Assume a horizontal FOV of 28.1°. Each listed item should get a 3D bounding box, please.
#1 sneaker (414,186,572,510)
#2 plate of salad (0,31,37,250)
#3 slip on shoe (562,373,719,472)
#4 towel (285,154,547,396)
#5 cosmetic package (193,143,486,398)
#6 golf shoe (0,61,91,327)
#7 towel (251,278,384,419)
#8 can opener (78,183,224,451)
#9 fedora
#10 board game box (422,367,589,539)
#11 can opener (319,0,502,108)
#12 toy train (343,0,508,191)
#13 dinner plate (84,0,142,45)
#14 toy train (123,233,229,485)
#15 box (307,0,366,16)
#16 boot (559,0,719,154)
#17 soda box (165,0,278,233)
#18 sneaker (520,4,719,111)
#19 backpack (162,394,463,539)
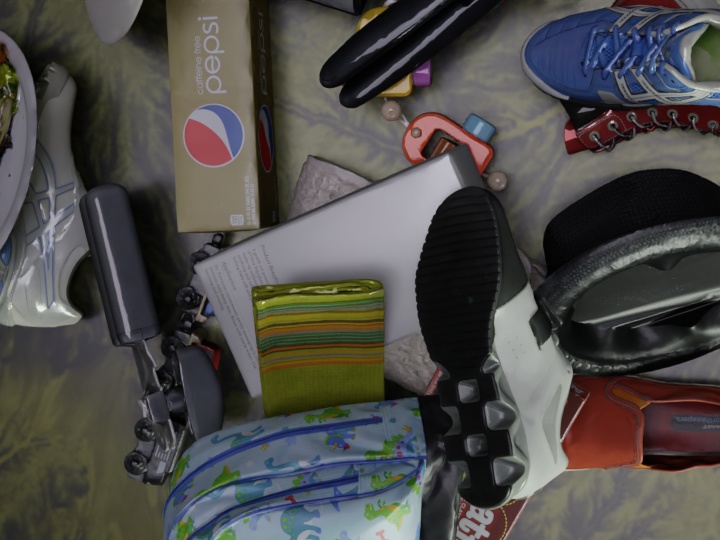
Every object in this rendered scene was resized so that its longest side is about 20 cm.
[{"bbox_3d":[0.092,0.045,0.925,0.074,0.088,0.201,-4,93,47],"label":"sneaker"},{"bbox_3d":[-0.303,-0.083,1.055,0.200,0.048,0.201,-10,75,40],"label":"plate of salad"},{"bbox_3d":[0.189,0.112,1.032,0.199,0.061,0.074,0,96,10],"label":"slip on shoe"},{"bbox_3d":[0.026,0.013,1.063,0.199,0.034,0.133,24,96,7],"label":"towel"},{"bbox_3d":[0.000,0.000,1.002,0.199,0.085,0.108,-21,94,14],"label":"cosmetic package"},{"bbox_3d":[-0.231,-0.053,1.091,0.097,0.078,0.201,14,96,-18],"label":"golf shoe"},{"bbox_3d":[-0.025,0.084,0.984,0.086,0.018,0.201,-3,133,-1],"label":"towel"},{"bbox_3d":[-0.151,0.033,1.057,0.067,0.053,0.201,-13,90,-20],"label":"can opener"},{"bbox_3d":[0.198,-0.008,0.992,0.200,0.201,0.092,-21,55,9],"label":"fedora"},{"bbox_3d":[0.075,0.145,1.045,0.103,0.019,0.201,30,111,11],"label":"board game box"},{"bbox_3d":[0.056,-0.183,0.986,0.200,0.079,0.063,-44,129,13],"label":"can opener"},{"bbox_3d":[0.070,-0.155,1.038,0.150,0.056,0.201,28,100,3],"label":"toy train"},{"bbox_3d":[-0.170,-0.259,1.001,0.024,0.200,0.201,7,96,-25],"label":"dinner plate"},{"bbox_3d":[-0.130,0.070,1.091,0.046,0.034,0.201,19,97,3],"label":"toy train"},{"bbox_3d":[-0.040,-0.293,1.010,0.158,0.046,0.201,19,73,7],"label":"box"},{"bbox_3d":[0.225,-0.102,0.998,0.144,0.072,0.200,-44,71,9],"label":"boot"},{"bbox_3d":[-0.101,-0.129,1.055,0.064,0.068,0.201,-3,93,9],"label":"soda box"},{"bbox_3d":[0.197,-0.144,0.939,0.199,0.077,0.076,5,84,26],"label":"sneaker"},{"bbox_3d":[-0.034,0.168,0.967,0.199,0.154,0.164,6,127,2],"label":"backpack"}]
